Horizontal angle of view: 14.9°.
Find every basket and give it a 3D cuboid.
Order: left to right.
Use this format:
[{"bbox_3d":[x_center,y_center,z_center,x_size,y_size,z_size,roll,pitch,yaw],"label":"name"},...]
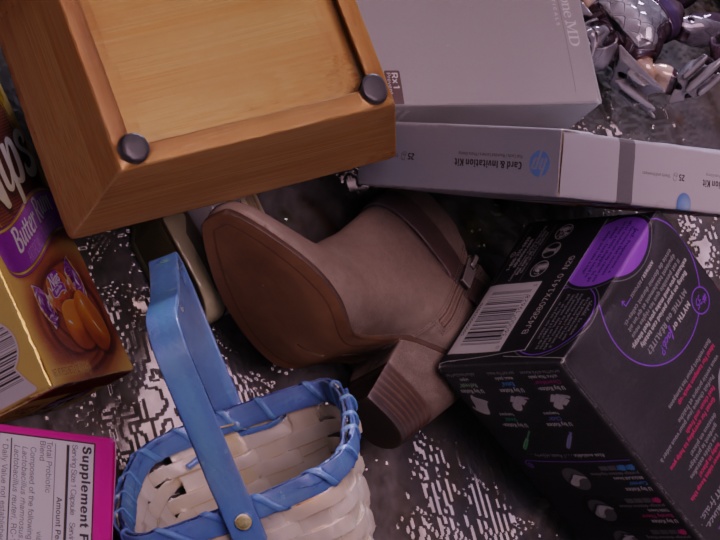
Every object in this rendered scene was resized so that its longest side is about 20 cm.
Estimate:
[{"bbox_3d":[-0.068,0.097,1.444,0.139,0.176,0.200,-17,102,2],"label":"basket"}]

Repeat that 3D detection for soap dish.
[{"bbox_3d":[-0.087,-0.117,1.482,0.200,0.081,0.157,-15,79,-26],"label":"soap dish"}]

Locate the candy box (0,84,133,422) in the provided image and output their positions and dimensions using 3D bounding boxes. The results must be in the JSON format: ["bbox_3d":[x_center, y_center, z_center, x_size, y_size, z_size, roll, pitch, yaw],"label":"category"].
[{"bbox_3d":[-0.203,-0.021,1.464,0.200,0.056,0.117,63,15,5],"label":"candy box"}]

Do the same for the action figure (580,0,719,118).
[{"bbox_3d":[0.199,-0.164,1.732,0.200,0.069,0.130,-19,69,-36],"label":"action figure"}]

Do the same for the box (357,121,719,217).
[{"bbox_3d":[0.123,-0.057,1.581,0.200,0.156,0.041,3,92,-45],"label":"box"}]

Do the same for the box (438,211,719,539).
[{"bbox_3d":[0.159,0.077,1.584,0.200,0.106,0.122,51,58,-26],"label":"box"}]

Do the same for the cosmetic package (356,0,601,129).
[{"bbox_3d":[0.033,-0.130,1.634,0.200,0.090,0.107,-5,73,-24],"label":"cosmetic package"}]

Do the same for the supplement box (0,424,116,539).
[{"bbox_3d":[-0.234,0.133,1.406,0.200,0.101,0.103,10,68,-24],"label":"supplement box"}]

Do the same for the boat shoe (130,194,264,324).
[{"bbox_3d":[-0.109,-0.069,1.555,0.068,0.075,0.200,-26,96,-32],"label":"boat shoe"}]

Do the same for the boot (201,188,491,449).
[{"bbox_3d":[0.000,0.000,1.565,0.200,0.070,0.146,54,41,-24],"label":"boot"}]
